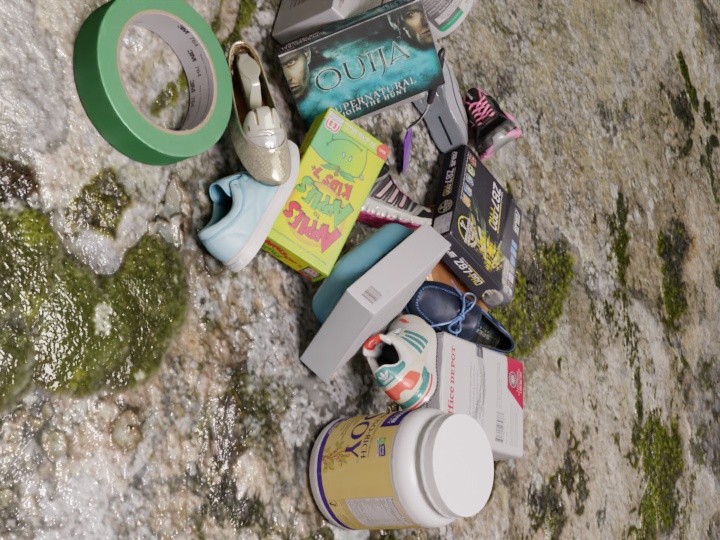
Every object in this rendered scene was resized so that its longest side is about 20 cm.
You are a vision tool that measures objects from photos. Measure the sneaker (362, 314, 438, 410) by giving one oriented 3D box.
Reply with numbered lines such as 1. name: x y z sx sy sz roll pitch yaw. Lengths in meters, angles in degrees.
1. sneaker: 0.049 0.102 1.548 0.093 0.070 0.200 42 22 -22

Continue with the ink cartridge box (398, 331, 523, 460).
1. ink cartridge box: 0.146 0.185 1.670 0.200 0.083 0.146 22 64 -44

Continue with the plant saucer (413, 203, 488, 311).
1. plant saucer: 0.140 -0.004 1.753 0.200 0.032 0.201 17 67 -47

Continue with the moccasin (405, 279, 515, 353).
1. moccasin: 0.152 0.065 1.677 0.199 0.068 0.081 22 88 -37

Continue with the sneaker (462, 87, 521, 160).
1. sneaker: 0.192 -0.236 1.805 0.096 0.079 0.200 55 10 -14

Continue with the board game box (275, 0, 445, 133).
1. board game box: 0.002 -0.269 1.525 0.028 0.199 0.136 -112 180 -49

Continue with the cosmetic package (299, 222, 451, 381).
1. cosmetic package: 0.020 0.039 1.511 0.052 0.151 0.200 40 42 9

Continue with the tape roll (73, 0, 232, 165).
1. tape roll: -0.238 -0.225 1.359 0.200 0.048 0.202 15 69 -47

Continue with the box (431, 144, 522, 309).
1. box: 0.175 -0.066 1.742 0.161 0.049 0.201 48 37 -30

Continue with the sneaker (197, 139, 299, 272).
1. sneaker: -0.137 -0.099 1.423 0.082 0.074 0.201 41 50 -27

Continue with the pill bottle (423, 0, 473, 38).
1. pill bottle: 0.069 -0.441 1.721 0.200 0.113 0.114 35 55 -39

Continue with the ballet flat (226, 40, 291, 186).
1. ballet flat: -0.131 -0.195 1.419 0.067 0.062 0.201 -12 62 -20

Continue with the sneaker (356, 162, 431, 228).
1. sneaker: 0.029 -0.108 1.618 0.199 0.074 0.088 13 77 -42

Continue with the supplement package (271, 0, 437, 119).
1. supplement package: -0.005 -0.322 1.601 0.200 0.117 0.118 39 51 -37

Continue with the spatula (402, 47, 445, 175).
1. spatula: 0.089 -0.230 1.667 0.020 0.201 0.057 21 36 -1

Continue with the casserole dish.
1. casserole dish: 0.000 0.000 1.533 0.039 0.121 0.200 40 39 8

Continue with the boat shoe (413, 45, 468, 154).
1. boat shoe: 0.112 -0.275 1.774 0.067 0.073 0.201 -63 138 -55

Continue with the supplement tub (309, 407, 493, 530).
1. supplement tub: 0.050 0.248 1.452 0.145 0.199 0.146 16 68 -46

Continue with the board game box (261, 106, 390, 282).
1. board game box: -0.049 -0.098 1.495 0.101 0.048 0.201 33 66 -17
